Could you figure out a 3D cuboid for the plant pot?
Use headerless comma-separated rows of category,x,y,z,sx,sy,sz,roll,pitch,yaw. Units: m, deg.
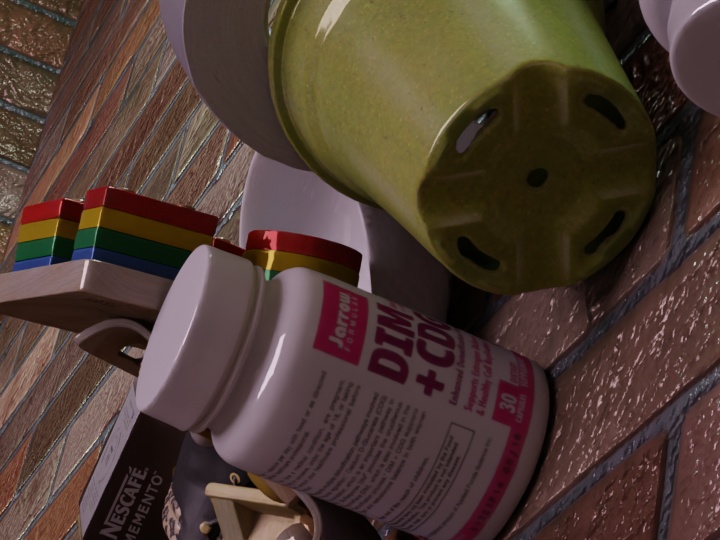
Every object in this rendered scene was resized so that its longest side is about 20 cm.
plant pot,0.068,-0.083,1.363,0.200,0.200,0.184,-63,26,19

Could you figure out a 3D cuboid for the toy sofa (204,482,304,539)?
toy sofa,-0.066,0.239,1.574,0.083,0.098,0.200,2,68,49

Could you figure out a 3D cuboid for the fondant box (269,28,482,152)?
fondant box,-0.010,-0.111,1.722,0.058,0.144,0.200,-67,15,5

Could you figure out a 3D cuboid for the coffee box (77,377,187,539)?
coffee box,-0.116,0.115,1.834,0.200,0.114,0.080,-64,15,13

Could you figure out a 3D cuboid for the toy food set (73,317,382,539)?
toy food set,-0.075,0.114,1.463,0.060,0.200,0.144,-46,-19,1

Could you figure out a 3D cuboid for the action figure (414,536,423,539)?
action figure,0.020,0.209,1.348,0.065,0.052,0.200,-54,21,28

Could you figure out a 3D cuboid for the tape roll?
tape roll,-0.012,-0.159,1.444,0.200,0.200,0.066,-63,26,18

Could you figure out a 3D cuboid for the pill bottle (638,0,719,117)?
pill bottle,0.183,-0.163,1.169,0.109,0.109,0.200,-54,20,43

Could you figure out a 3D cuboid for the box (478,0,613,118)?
box,0.088,-0.172,1.589,0.200,0.082,0.068,-37,32,61

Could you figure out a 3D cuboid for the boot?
boot,-0.072,0.139,1.709,0.200,0.073,0.151,41,122,50

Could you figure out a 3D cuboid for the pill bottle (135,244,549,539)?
pill bottle,-0.010,0.066,1.350,0.113,0.200,0.113,-59,17,31

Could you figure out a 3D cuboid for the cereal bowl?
cereal bowl,0.000,0.000,1.579,0.200,0.083,0.200,173,90,-65

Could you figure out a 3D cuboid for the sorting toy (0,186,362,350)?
sorting toy,-0.099,0.007,1.488,0.200,0.199,0.070,-8,69,64
